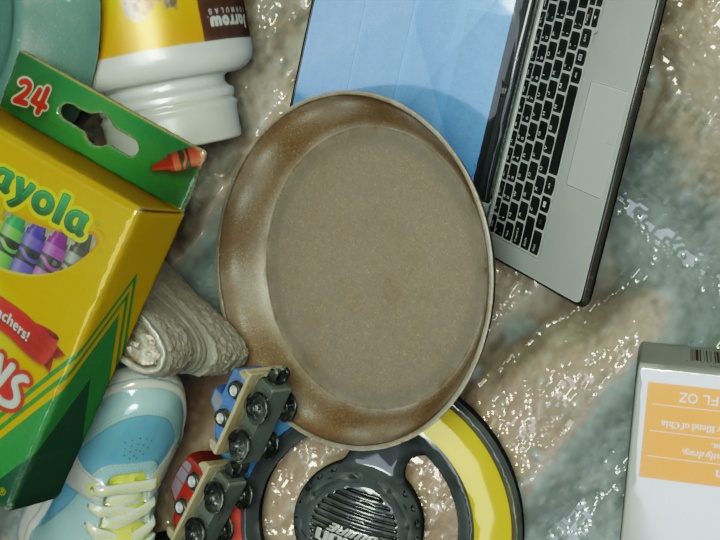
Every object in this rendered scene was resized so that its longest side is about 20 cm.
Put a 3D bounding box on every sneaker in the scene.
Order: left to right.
[{"bbox_3d":[-0.135,0.154,0.931,0.079,0.131,0.200,-1,140,-26],"label":"sneaker"}]

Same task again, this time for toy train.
[{"bbox_3d":[-0.090,0.131,0.966,0.046,0.034,0.200,45,120,34],"label":"toy train"}]

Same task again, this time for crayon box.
[{"bbox_3d":[-0.176,0.002,0.828,0.127,0.051,0.200,28,100,19],"label":"crayon box"}]

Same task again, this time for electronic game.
[{"bbox_3d":[-0.001,0.152,0.981,0.199,0.042,0.201,2,99,11],"label":"electronic game"}]

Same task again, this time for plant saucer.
[{"bbox_3d":[-0.213,-0.166,0.920,0.200,0.036,0.201,20,116,47],"label":"plant saucer"},{"bbox_3d":[0.000,0.000,0.920,0.200,0.032,0.201,3,94,39],"label":"plant saucer"}]

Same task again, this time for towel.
[{"bbox_3d":[-0.154,-0.011,0.925,0.200,0.133,0.035,41,100,15],"label":"towel"}]

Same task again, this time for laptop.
[{"bbox_3d":[0.054,-0.102,0.900,0.116,0.200,0.188,7,102,-24],"label":"laptop"}]

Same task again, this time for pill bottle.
[{"bbox_3d":[-0.123,-0.168,0.925,0.109,0.109,0.201,-9,97,12],"label":"pill bottle"}]

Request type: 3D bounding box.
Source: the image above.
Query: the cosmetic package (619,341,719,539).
[{"bbox_3d":[0.197,0.148,0.927,0.101,0.071,0.201,5,99,10],"label":"cosmetic package"}]
